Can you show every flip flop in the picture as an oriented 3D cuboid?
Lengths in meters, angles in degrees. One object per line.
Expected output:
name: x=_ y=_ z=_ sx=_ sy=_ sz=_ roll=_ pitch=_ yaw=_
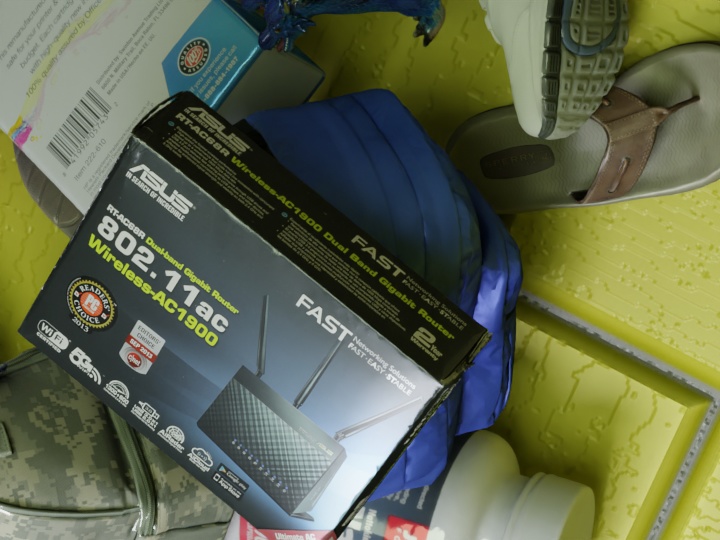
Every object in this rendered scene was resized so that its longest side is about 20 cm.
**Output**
flip flop: x=0.132 y=-0.073 z=1.315 sx=0.199 sy=0.058 sz=0.081 roll=-11 pitch=98 yaw=28

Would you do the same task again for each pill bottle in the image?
pill bottle: x=0.030 y=0.143 z=1.388 sx=0.199 sy=0.120 sz=0.120 roll=15 pitch=110 yaw=19

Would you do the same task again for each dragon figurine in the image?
dragon figurine: x=0.026 y=-0.173 z=1.240 sx=0.200 sy=0.099 sz=0.059 roll=-33 pitch=64 yaw=32

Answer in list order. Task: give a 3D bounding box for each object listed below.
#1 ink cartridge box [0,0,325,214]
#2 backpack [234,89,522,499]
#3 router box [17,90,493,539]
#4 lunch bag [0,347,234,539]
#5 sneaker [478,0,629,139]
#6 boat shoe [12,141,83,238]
ink cartridge box: x=-0.141 y=-0.126 z=1.358 sx=0.200 sy=0.085 sz=0.145 roll=44 pitch=102 yaw=25
backpack: x=0.000 y=0.000 z=1.300 sx=0.163 sy=0.167 sz=0.201 roll=-129 pitch=29 yaw=-46
router box: x=-0.056 y=0.031 z=1.175 sx=0.200 sy=0.062 sz=0.150 roll=38 pitch=126 yaw=5
lunch bag: x=-0.180 y=0.134 z=1.369 sx=0.140 sy=0.167 sz=0.200 roll=67 pitch=150 yaw=26
sneaker: x=0.093 y=-0.169 z=1.293 sx=0.087 sy=0.074 sz=0.201 roll=-9 pitch=79 yaw=40
boat shoe: x=-0.148 y=-0.039 z=1.433 sx=0.074 sy=0.073 sz=0.200 roll=-34 pitch=65 yaw=9
